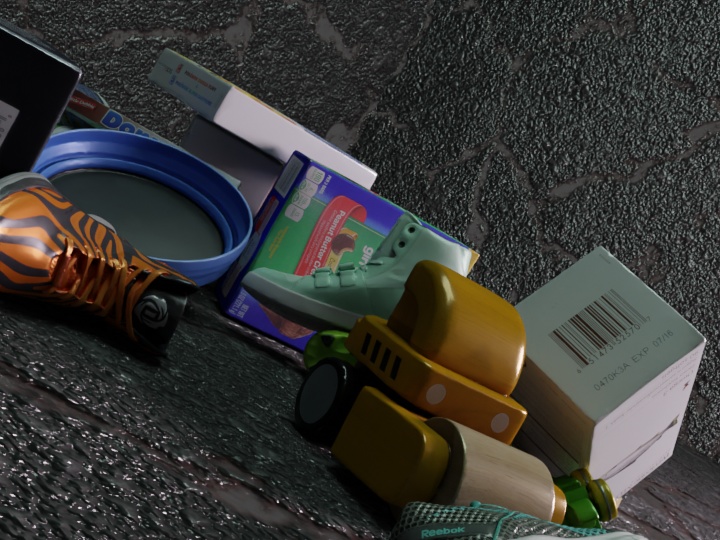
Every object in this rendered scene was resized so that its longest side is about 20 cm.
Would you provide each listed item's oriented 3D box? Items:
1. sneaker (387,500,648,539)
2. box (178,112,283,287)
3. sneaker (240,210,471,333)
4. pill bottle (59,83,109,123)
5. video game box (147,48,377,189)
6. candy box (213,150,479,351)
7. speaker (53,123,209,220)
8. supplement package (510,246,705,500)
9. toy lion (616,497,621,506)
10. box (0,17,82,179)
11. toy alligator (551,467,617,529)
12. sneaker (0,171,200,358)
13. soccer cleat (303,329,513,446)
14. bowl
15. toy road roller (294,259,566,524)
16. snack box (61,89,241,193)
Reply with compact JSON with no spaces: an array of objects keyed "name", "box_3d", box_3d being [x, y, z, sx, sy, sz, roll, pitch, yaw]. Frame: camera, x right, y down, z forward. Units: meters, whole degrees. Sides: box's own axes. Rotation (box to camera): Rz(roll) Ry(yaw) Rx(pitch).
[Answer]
[{"name":"sneaker","box_3d":[0.087,0.153,0.583,0.091,0.078,0.200,27,0,39]},{"name":"box","box_3d":[-0.173,-0.084,1.235,0.106,0.152,0.200,30,4,-12]},{"name":"sneaker","box_3d":[0.000,0.000,0.992,0.200,0.118,0.074,14,-13,9]},{"name":"pill bottle","box_3d":[-0.346,-0.163,1.236,0.111,0.111,0.200,30,4,21]},{"name":"video game box","box_3d":[-0.103,-0.152,1.164,0.200,0.047,0.182,28,3,-38]},{"name":"candy box","box_3d":[-0.014,0.004,1.088,0.200,0.169,0.077,27,7,-22]},{"name":"speaker","box_3d":[-0.232,-0.066,1.076,0.200,0.088,0.088,29,4,6]},{"name":"supplement package","box_3d":[0.187,0.101,0.907,0.117,0.117,0.200,46,-18,30]},{"name":"toy lion","box_3d":[0.171,0.174,1.087,0.200,0.069,0.192,31,12,38]},{"name":"box","box_3d":[-0.281,-0.107,0.751,0.107,0.148,0.200,27,3,-26]},{"name":"toy alligator","box_3d":[0.150,0.183,0.843,0.200,0.059,0.054,180,-107,-84]},{"name":"sneaker","box_3d":[-0.166,0.001,0.703,0.112,0.078,0.200,29,3,15]},{"name":"soccer cleat","box_3d":[0.044,0.105,0.964,0.200,0.068,0.081,27,2,14]},{"name":"bowl","box_3d":[-0.194,-0.054,0.960,0.201,0.039,0.201,19,30,-11]},{"name":"toy road roller","box_3d":[0.058,0.082,0.731,0.123,0.146,0.200,26,4,-31]},{"name":"snack box","box_3d":[-0.207,-0.113,1.091,0.200,0.024,0.072,30,-19,5]}]
